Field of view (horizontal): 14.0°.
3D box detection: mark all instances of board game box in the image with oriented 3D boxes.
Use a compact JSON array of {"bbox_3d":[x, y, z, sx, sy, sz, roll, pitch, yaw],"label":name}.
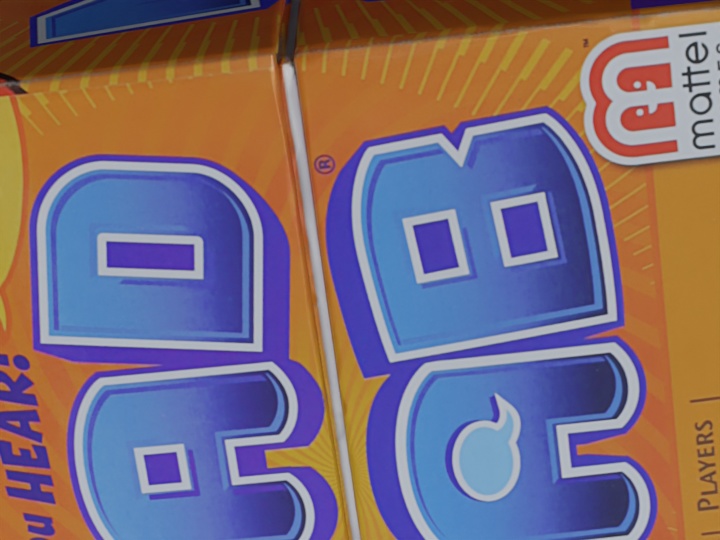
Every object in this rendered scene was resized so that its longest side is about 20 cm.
[{"bbox_3d":[0.000,0.000,0.726,0.199,0.200,0.201,-6,116,4],"label":"board game box"}]
